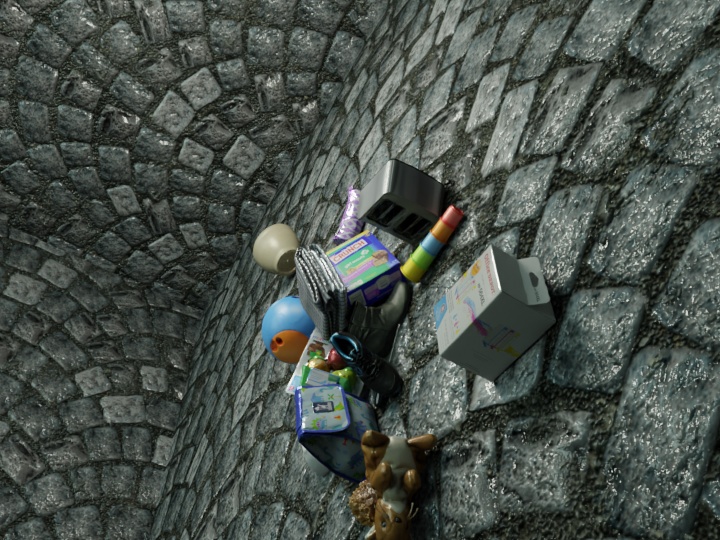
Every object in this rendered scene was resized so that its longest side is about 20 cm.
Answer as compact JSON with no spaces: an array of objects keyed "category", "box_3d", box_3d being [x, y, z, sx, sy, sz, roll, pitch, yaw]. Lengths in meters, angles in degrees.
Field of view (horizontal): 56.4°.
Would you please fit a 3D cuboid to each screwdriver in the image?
[{"category":"screwdriver","box_3d":[0.070,0.223,1.575,0.028,0.029,0.204,-25,41,61]}]

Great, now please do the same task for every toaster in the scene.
[{"category":"toaster","box_3d":[0.110,-0.176,1.719,0.200,0.177,0.121,-40,34,50]}]

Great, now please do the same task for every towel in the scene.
[{"category":"towel","box_3d":[-0.103,0.058,1.684,0.168,0.084,0.202,90,156,-44]}]

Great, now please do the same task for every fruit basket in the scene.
[{"category":"fruit basket","box_3d":[-0.069,0.239,1.665,0.095,0.181,0.203,78,-148,-57]}]

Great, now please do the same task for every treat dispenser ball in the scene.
[{"category":"treat dispenser ball","box_3d":[-0.206,0.182,2.062,0.202,0.197,0.204,-51,24,32]}]

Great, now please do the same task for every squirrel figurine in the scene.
[{"category":"squirrel figurine","box_3d":[0.056,0.422,1.263,0.201,0.137,0.191,119,155,-54]}]

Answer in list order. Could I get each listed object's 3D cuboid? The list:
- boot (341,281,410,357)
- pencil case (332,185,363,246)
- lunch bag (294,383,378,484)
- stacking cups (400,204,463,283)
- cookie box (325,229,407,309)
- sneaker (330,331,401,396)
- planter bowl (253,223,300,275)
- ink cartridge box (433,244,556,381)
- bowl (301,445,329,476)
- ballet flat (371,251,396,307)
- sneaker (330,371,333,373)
[{"category":"boot","box_3d":[0.038,0.102,1.638,0.067,0.128,0.205,-3,64,67]},{"category":"pencil case","box_3d":[-0.031,-0.167,2.198,0.083,0.084,0.205,-25,43,58]},{"category":"lunch bag","box_3d":[-0.057,0.348,1.492,0.129,0.197,0.171,-57,20,17]},{"category":"stacking cups","box_3d":[0.176,-0.064,1.604,0.201,0.060,0.061,-53,22,18]},{"category":"cookie box","box_3d":[0.000,0.000,1.748,0.168,0.076,0.200,-29,36,-10]},{"category":"sneaker","box_3d":[0.006,0.213,1.528,0.074,0.198,0.082,-54,-23,1]},{"category":"planter bowl","box_3d":[-0.314,-0.063,2.687,0.135,0.198,0.203,43,108,41]},{"category":"ink cartridge box","box_3d":[0.237,0.067,1.176,0.201,0.123,0.130,-52,23,32]},{"category":"bowl","box_3d":[-0.092,0.391,1.718,0.203,0.073,0.200,-58,21,14]},{"category":"ballet flat","box_3d":[0.037,0.033,1.816,0.070,0.064,0.205,-16,52,65]},{"category":"sneaker","box_3d":[-0.045,0.204,1.797,0.201,0.085,0.076,-52,21,27]}]
